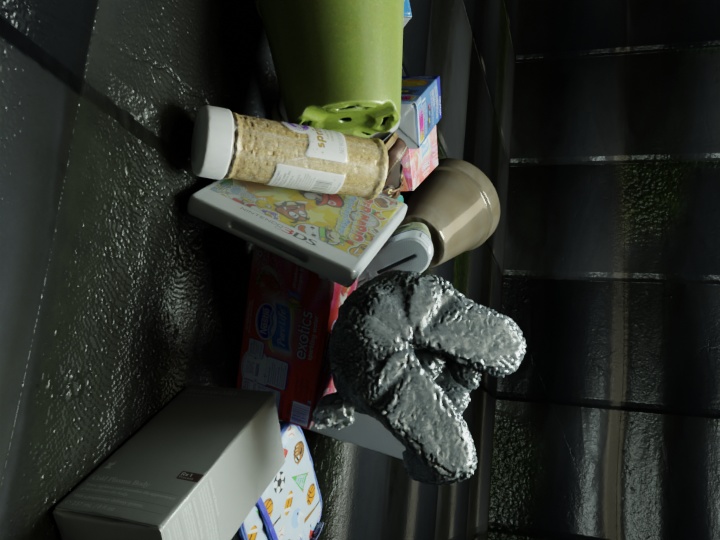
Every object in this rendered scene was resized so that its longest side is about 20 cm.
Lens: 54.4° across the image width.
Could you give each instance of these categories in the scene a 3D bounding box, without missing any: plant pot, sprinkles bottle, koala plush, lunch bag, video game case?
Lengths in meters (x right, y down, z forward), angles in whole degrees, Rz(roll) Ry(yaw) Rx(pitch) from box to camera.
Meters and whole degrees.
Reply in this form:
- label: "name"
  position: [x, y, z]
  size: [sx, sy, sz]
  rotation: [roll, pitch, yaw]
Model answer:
- label: "plant pot"
  position: [0.162, -0.101, 1.426]
  size: [0.173, 0.197, 0.203]
  rotation: [-43, 134, -43]
- label: "sprinkles bottle"
  position: [-0.071, -0.117, 0.719]
  size: [0.197, 0.068, 0.070]
  rotation: [5, 85, -27]
- label: "koala plush"
  position: [0.028, 0.096, 0.717]
  size: [0.179, 0.183, 0.200]
  rotation: [-58, -167, -21]
- label: "plant pot"
  position: [-0.026, -0.248, 0.767]
  size: [0.200, 0.197, 0.194]
  rotation: [16, 66, -70]
- label: "lunch bag"
  position: [-0.109, 0.281, 0.807]
  size: [0.161, 0.074, 0.203]
  rotation: [-61, 146, -49]
- label: "video game case"
  position: [-0.057, -0.067, 0.754]
  size: [0.200, 0.180, 0.023]
  rotation: [-51, 164, -60]

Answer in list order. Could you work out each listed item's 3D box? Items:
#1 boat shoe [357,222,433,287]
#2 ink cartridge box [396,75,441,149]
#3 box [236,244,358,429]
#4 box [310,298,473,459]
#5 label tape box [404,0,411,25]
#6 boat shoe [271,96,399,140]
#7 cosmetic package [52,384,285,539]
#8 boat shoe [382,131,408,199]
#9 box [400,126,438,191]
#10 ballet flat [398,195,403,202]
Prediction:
- label: "boat shoe"
  position: [0.000, 0.000, 0.851]
  size: [0.073, 0.197, 0.062]
  rotation: [65, 20, -18]
- label: "ink cartridge box"
  position: [0.053, -0.264, 1.135]
  size: [0.200, 0.134, 0.078]
  rotation: [-55, 145, -58]
- label: "box"
  position: [-0.069, 0.060, 0.792]
  size: [0.095, 0.098, 0.203]
  rotation: [-44, 148, -64]
- label: "box"
  position: [0.034, 0.127, 0.956]
  size: [0.131, 0.197, 0.202]
  rotation: [-48, 150, -64]
- label: "label tape box"
  position: [-0.008, -0.366, 0.978]
  size: [0.200, 0.062, 0.147]
  rotation: [147, -65, -64]
- label: "boat shoe"
  position: [-0.016, -0.206, 0.904]
  size: [0.198, 0.068, 0.076]
  rotation: [-11, 73, -41]
- label: "cosmetic package"
  position: [-0.154, 0.186, 0.617]
  size: [0.200, 0.105, 0.092]
  rotation: [-54, 140, -61]
- label: "boat shoe"
  position: [0.030, -0.131, 1.007]
  size: [0.071, 0.070, 0.200]
  rotation: [-49, -177, -20]
- label: "box"
  position: [0.068, -0.209, 1.237]
  size: [0.200, 0.101, 0.096]
  rotation: [-47, 135, -61]
- label: "ballet flat"
  position: [0.010, -0.075, 1.145]
  size: [0.200, 0.061, 0.068]
  rotation: [-48, 146, -53]
